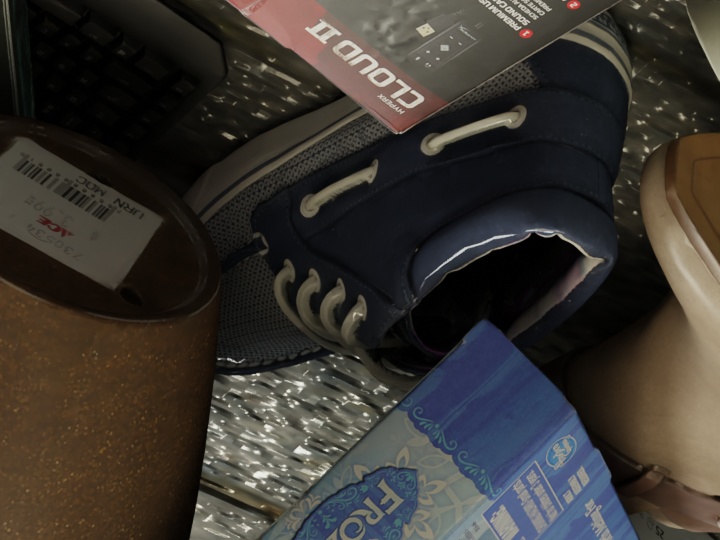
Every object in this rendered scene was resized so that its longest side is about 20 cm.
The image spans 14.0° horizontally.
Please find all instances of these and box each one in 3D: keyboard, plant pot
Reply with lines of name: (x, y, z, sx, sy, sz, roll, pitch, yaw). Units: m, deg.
keyboard: (-0.150, -0.079, 0.861, 0.200, 0.021, 0.127, 32, 134, -25)
plant pot: (-0.122, 0.061, 0.846, 0.186, 0.187, 0.200, 20, 119, -15)

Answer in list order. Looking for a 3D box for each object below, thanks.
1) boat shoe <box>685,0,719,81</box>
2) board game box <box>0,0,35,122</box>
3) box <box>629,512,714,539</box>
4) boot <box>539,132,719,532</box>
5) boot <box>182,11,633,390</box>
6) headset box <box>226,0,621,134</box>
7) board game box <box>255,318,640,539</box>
boat shoe: (0.167, -0.030, 0.832, 0.060, 0.072, 0.202, -34, 135, 17)
board game box: (-0.162, -0.064, 0.843, 0.135, 0.028, 0.200, 4, 139, 2)
box: (0.045, 0.142, 1.076, 0.200, 0.041, 0.156, -22, 132, 31)
boot: (0.103, 0.032, 0.904, 0.146, 0.070, 0.200, -14, 139, 42)
boot: (0.000, 0.000, 0.876, 0.073, 0.091, 0.200, 30, 135, -25)
headset box: (0.019, -0.132, 0.731, 0.200, 0.077, 0.149, -29, 127, 36)
board game box: (-0.003, 0.128, 0.868, 0.199, 0.043, 0.200, -43, 155, -5)
